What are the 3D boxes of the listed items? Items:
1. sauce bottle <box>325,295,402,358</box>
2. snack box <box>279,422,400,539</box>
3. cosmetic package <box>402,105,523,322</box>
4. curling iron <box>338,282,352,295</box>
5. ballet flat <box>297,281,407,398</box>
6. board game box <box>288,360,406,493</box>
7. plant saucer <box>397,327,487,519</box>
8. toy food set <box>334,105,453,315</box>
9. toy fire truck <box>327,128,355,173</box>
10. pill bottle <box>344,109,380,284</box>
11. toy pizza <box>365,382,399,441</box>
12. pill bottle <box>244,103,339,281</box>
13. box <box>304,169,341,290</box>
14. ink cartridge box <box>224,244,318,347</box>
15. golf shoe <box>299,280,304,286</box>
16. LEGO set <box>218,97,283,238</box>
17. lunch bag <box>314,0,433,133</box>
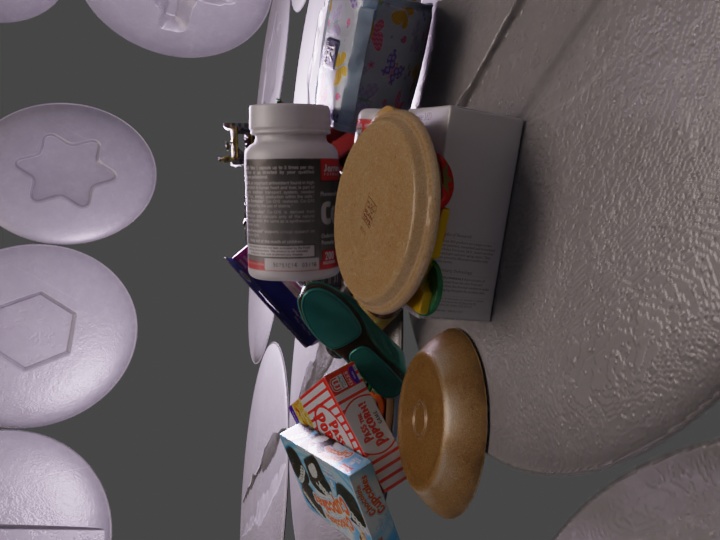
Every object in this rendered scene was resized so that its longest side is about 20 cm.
[{"bbox_3d":[0.000,0.074,1.022,0.200,0.065,0.067,126,147,-53],"label":"sauce bottle"},{"bbox_3d":[-0.030,0.269,0.894,0.199,0.037,0.117,4,116,61],"label":"snack box"},{"bbox_3d":[0.089,-0.059,0.724,0.108,0.084,0.202,-155,70,-69],"label":"cosmetic package"},{"bbox_3d":[0.000,0.000,0.980,0.200,0.026,0.050,-51,-3,16],"label":"curling iron"},{"bbox_3d":[-0.009,0.076,0.894,0.067,0.200,0.071,-31,27,19],"label":"ballet flat"},{"bbox_3d":[-0.020,0.215,0.926,0.152,0.046,0.200,61,154,11],"label":"board game box"},{"bbox_3d":[0.078,0.161,0.774,0.200,0.035,0.202,-174,90,-75],"label":"plant saucer"},{"bbox_3d":[0.027,-0.054,0.692,0.200,0.048,0.200,37,120,59],"label":"toy food set"},{"bbox_3d":[-0.006,-0.161,1.038,0.142,0.049,0.200,59,-173,32],"label":"toy fire truck"},{"bbox_3d":[0.040,-0.077,0.830,0.114,0.113,0.202,-151,68,-74],"label":"pill bottle"},{"bbox_3d":[0.010,0.197,1.018,0.200,0.031,0.202,-174,90,-75],"label":"toy pizza"},{"bbox_3d":[-0.081,-0.094,0.858,0.114,0.113,0.202,-151,59,-74],"label":"pill bottle"},{"bbox_3d":[-0.061,-0.065,1.041,0.161,0.049,0.202,-111,21,-62],"label":"box"},{"bbox_3d":[-0.127,0.040,1.219,0.043,0.197,0.200,-43,-4,2],"label":"ink cartridge box"},{"bbox_3d":[-0.091,-0.057,1.313,0.076,0.091,0.201,-56,10,38],"label":"golf shoe"},{"bbox_3d":[-0.134,-0.132,0.977,0.154,0.115,0.202,-136,45,-72],"label":"LEGO set"},{"bbox_3d":[0.011,-0.273,0.920,0.200,0.126,0.171,-56,-20,-66],"label":"lunch bag"}]
